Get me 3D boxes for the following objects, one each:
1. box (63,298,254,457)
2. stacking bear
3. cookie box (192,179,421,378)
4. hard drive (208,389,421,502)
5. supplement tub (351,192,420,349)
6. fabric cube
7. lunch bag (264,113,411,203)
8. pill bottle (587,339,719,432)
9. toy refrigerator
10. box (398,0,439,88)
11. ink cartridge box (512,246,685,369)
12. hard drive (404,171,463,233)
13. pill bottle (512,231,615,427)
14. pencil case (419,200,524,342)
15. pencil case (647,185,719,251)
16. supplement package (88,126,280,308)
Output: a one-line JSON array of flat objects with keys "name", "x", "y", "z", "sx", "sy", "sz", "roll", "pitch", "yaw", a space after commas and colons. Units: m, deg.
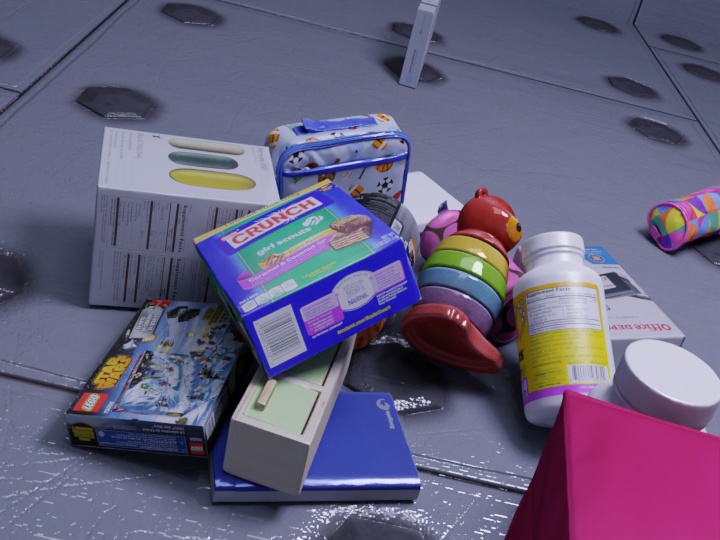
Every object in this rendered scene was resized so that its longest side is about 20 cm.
[{"name": "box", "x": -0.184, "y": 0.099, "z": 0.878, "sx": 0.134, "sy": 0.041, "sz": 0.201, "roll": 4, "pitch": 30, "yaw": 10}, {"name": "stacking bear", "x": 0.130, "y": 0.001, "z": 1.045, "sx": 0.112, "sy": 0.121, "sz": 0.203, "roll": -2, "pitch": 54, "yaw": 45}, {"name": "cookie box", "x": -0.060, "y": -0.002, "z": 0.889, "sx": 0.169, "sy": 0.076, "sz": 0.200, "roll": -26, "pitch": 29, "yaw": -13}, {"name": "hard drive", "x": -0.050, "y": 0.168, "z": 0.869, "sx": 0.196, "sy": 0.026, "sz": 0.133, "roll": 4, "pitch": 33, "yaw": -17}, {"name": "supplement tub", "x": 0.000, "y": 0.000, "z": 1.062, "sx": 0.120, "sy": 0.124, "sz": 0.201, "roll": 17, "pitch": 32, "yaw": 4}, {"name": "fabric cube", "x": 0.222, "y": 0.250, "z": 0.687, "sx": 0.192, "sy": 0.203, "sz": 0.200, "roll": 15, "pitch": 30, "yaw": 3}, {"name": "lunch bag", "x": -0.034, "y": -0.123, "z": 1.149, "sx": 0.196, "sy": 0.162, "sz": 0.076, "roll": -12, "pitch": 45, "yaw": -22}, {"name": "pill bottle", "x": 0.251, "y": 0.171, "z": 0.823, "sx": 0.117, "sy": 0.203, "sz": 0.120, "roll": 10, "pitch": 30, "yaw": -6}, {"name": "toy refrigerator", "x": -0.061, "y": 0.113, "z": 0.858, "sx": 0.074, "sy": 0.071, "sz": 0.201, "roll": 17, "pitch": 32, "yaw": 5}, {"name": "box", "x": 0.128, "y": -0.490, "z": 1.860, "sx": 0.040, "sy": 0.158, "sz": 0.201, "roll": 16, "pitch": 32, "yaw": 2}, {"name": "ink cartridge box", "x": 0.291, "y": 0.057, "z": 1.133, "sx": 0.142, "sy": 0.086, "sz": 0.201, "roll": 0, "pitch": 35, "yaw": -23}, {"name": "hard drive", "x": 0.049, "y": -0.096, "z": 1.313, "sx": 0.197, "sy": 0.026, "sz": 0.132, "roll": -12, "pitch": 41, "yaw": -36}, {"name": "pill bottle", "x": 0.224, "y": 0.065, "z": 0.988, "sx": 0.102, "sy": 0.104, "sz": 0.204, "roll": 4, "pitch": 68, "yaw": -16}, {"name": "pencil case", "x": 0.155, "y": 0.000, "z": 1.153, "sx": 0.093, "sy": 0.092, "sz": 0.201, "roll": -29, "pitch": 47, "yaw": -7}, {"name": "pencil case", "x": 0.559, "y": -0.089, "z": 1.487, "sx": 0.197, "sy": 0.090, "sz": 0.088, "roll": -13, "pitch": 40, "yaw": -40}, {"name": "supplement package", "x": -0.206, "y": -0.057, "z": 1.035, "sx": 0.196, "sy": 0.153, "sz": 0.153, "roll": 5, "pitch": 32, "yaw": -16}]
